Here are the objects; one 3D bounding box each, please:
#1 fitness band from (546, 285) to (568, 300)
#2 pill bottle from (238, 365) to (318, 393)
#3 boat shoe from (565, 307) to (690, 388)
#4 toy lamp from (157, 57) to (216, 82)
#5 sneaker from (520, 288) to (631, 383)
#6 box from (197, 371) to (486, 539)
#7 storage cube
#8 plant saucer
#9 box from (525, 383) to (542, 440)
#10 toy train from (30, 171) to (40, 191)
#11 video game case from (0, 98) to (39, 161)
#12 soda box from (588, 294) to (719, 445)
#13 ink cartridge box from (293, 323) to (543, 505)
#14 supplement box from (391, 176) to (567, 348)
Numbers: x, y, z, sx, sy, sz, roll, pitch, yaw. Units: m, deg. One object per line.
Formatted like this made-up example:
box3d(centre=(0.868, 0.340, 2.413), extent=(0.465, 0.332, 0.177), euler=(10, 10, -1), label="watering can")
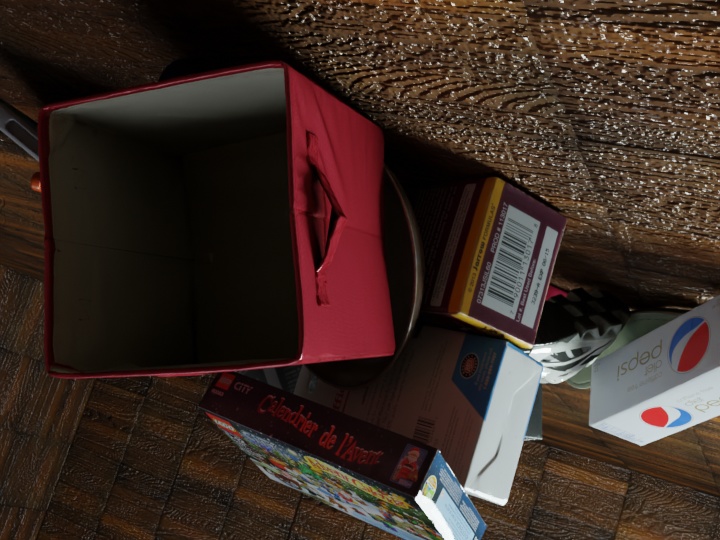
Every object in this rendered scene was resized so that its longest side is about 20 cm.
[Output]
box3d(centre=(0.158, 0.036, 1.030), extent=(0.198, 0.038, 0.143), euler=(8, 161, 41), label="fitness band")
box3d(centre=(-0.069, 0.086, 0.896), extent=(0.114, 0.202, 0.116), euler=(-19, 158, -8), label="pill bottle")
box3d(centre=(0.281, 0.070, 0.923), extent=(0.060, 0.072, 0.200), euler=(-27, -177, -34), label="boat shoe")
box3d(centre=(-0.151, -0.117, 0.751), extent=(0.058, 0.059, 0.200), euler=(22, 168, -18), label="toy lamp")
box3d(centre=(0.162, 0.072, 0.853), extent=(0.198, 0.089, 0.074), euler=(0, -144, -33), label="sneaker")
box3d(centre=(-0.014, 0.149, 0.701), extent=(0.198, 0.038, 0.137), euler=(15, 153, 33), label="box")
box3d(centre=(-0.084, -0.020, 0.616), extent=(0.197, 0.174, 0.179), euler=(-6, 174, 19), label="storage cube")
box3d(centre=(-0.010, -0.006, 0.746), extent=(0.032, 0.203, 0.199), euler=(-5, -175, -37), label="plant saucer")
box3d(centre=(0.075, 0.114, 0.991), extent=(0.198, 0.126, 0.148), euler=(10, 165, -26), label="box")
box3d(centre=(-0.288, -0.091, 1.112), extent=(0.199, 0.056, 0.149), euler=(24, 167, -40), label="toy train")
box3d(centre=(-0.263, -0.089, 0.875), extent=(0.182, 0.022, 0.200), euler=(39, 177, 4), label="video game case")
box3d(centre=(0.285, 0.086, 0.801), extent=(0.063, 0.069, 0.200), euler=(22, 147, -17), label="soda box")
box3d(centre=(0.039, 0.106, 0.765), extent=(0.198, 0.117, 0.068), euler=(9, 166, 43), label="ink cartridge box")
box3d(centre=(0.064, -0.006, 0.778), extent=(0.085, 0.112, 0.199), euler=(24, 168, -31), label="supplement box")
